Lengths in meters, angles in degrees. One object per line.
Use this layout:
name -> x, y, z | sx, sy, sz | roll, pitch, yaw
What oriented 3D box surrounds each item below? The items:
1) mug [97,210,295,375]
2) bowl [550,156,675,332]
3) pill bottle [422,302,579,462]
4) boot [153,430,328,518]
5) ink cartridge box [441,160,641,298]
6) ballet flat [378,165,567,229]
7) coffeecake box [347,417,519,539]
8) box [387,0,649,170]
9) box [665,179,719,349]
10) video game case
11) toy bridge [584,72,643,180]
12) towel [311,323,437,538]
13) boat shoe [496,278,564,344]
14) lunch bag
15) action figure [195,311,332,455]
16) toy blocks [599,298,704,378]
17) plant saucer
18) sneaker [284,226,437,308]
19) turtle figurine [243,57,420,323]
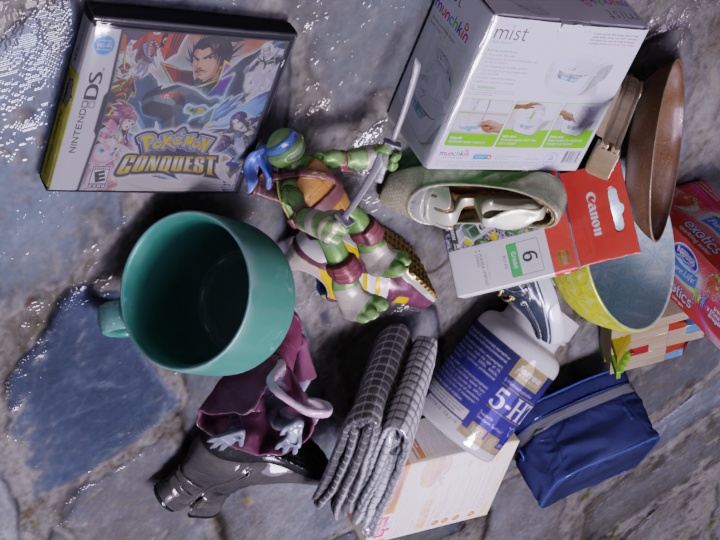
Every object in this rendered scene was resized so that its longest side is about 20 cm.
mug -> -0.151, 0.020, 1.305 | 0.114, 0.184, 0.154 | 13, 97, -60
bowl -> 0.269, -0.026, 1.548 | 0.107, 0.203, 0.199 | -6, 162, 42
pill bottle -> 0.171, 0.119, 1.629 | 0.201, 0.120, 0.119 | -53, 139, 4
boot -> -0.141, 0.245, 1.605 | 0.199, 0.070, 0.132 | 22, 119, -34
ink cartridge box -> 0.188, -0.046, 1.423 | 0.198, 0.110, 0.050 | -14, 176, 12
ballet flat -> 0.112, -0.072, 1.375 | 0.197, 0.063, 0.068 | -1, 132, 12
coffeecake box -> 0.091, 0.269, 1.774 | 0.198, 0.073, 0.155 | -8, 135, -29
box -> 0.155, -0.194, 1.322 | 0.198, 0.097, 0.178 | -3, 132, -32
box -> 0.424, -0.010, 1.614 | 0.099, 0.200, 0.096 | -15, 134, -21
video game case -> -0.172, -0.147, 1.200 | 0.198, 0.026, 0.182 | -1, 131, -34
toy bridge -> 0.269, -0.167, 1.388 | 0.027, 0.200, 0.068 | 24, 124, 4
towel -> 0.017, 0.184, 1.566 | 0.085, 0.166, 0.201 | 20, 131, 0
boat shoe -> 0.163, 0.007, 1.522 | 0.090, 0.071, 0.202 | -23, 111, -2
lunch bag -> 0.287, 0.221, 1.818 | 0.198, 0.133, 0.136 | -19, 156, -18
action figure -> -0.099, 0.090, 1.377 | 0.133, 0.201, 0.149 | 25, 135, -15
toy blocks -> 0.380, 0.068, 1.722 | 0.135, 0.101, 0.200 | -15, 154, 2
plant saucer -> 0.322, -0.133, 1.475 | 0.200, 0.036, 0.203 | 9, 90, -70
sneaker -> 0.000, 0.000, 1.443 | 0.090, 0.075, 0.199 | -39, 135, 17
turtle figurine -> 0.004, -0.057, 1.266 | 0.198, 0.145, 0.195 | -22, 124, 7
